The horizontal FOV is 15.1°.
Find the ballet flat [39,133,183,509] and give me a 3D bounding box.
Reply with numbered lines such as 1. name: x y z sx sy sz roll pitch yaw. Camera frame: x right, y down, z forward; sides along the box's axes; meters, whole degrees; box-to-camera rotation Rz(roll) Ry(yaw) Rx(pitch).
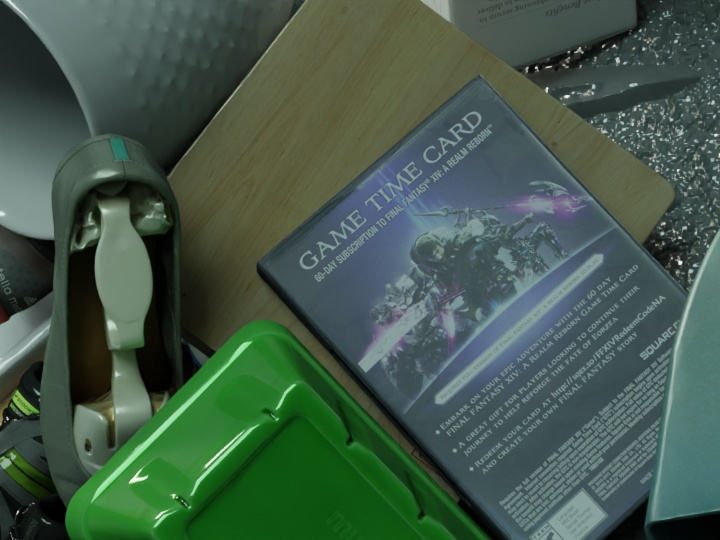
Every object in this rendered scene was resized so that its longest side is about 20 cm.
1. ballet flat: -0.109 0.041 1.221 0.067 0.201 0.064 -6 18 -14

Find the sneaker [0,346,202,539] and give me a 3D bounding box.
1. sneaker: -0.166 0.092 1.357 0.199 0.083 0.071 -31 27 -12

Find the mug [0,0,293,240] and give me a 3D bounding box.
1. mug: -0.134 -0.142 1.314 0.175 0.200 0.148 -39 7 -36

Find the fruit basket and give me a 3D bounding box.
1. fruit basket: -0.030 0.141 1.218 0.156 0.216 0.215 -45 46 -9

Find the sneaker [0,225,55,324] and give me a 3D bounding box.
1. sneaker: -0.189 -0.060 1.414 0.082 0.077 0.200 -20 61 -1

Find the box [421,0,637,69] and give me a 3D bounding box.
1. box: 0.062 -0.227 1.408 0.106 0.200 0.152 -20 45 -11

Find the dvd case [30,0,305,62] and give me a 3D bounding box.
1. dvd case: -0.067 -0.120 1.431 0.146 0.200 0.022 -58 13 -22

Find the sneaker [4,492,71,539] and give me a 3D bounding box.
1. sneaker: -0.152 0.156 1.314 0.200 0.091 0.076 -44 46 -5

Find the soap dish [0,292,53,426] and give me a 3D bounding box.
1. soap dish: -0.207 0.044 1.443 0.200 0.081 0.157 -42 45 -6

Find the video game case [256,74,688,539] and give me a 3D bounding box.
1. video game case: 0.070 0.026 1.253 0.143 0.019 0.200 -40 80 -14

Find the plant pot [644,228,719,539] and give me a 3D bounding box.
1. plant pot: 0.213 0.061 1.154 0.141 0.142 0.200 -12 42 21

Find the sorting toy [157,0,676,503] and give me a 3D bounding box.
1. sorting toy: 0.012 -0.012 1.308 0.199 0.070 0.200 36 73 3

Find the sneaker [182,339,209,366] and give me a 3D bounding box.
1. sneaker: 0.000 0.000 1.379 0.200 0.075 0.100 -35 81 -16
